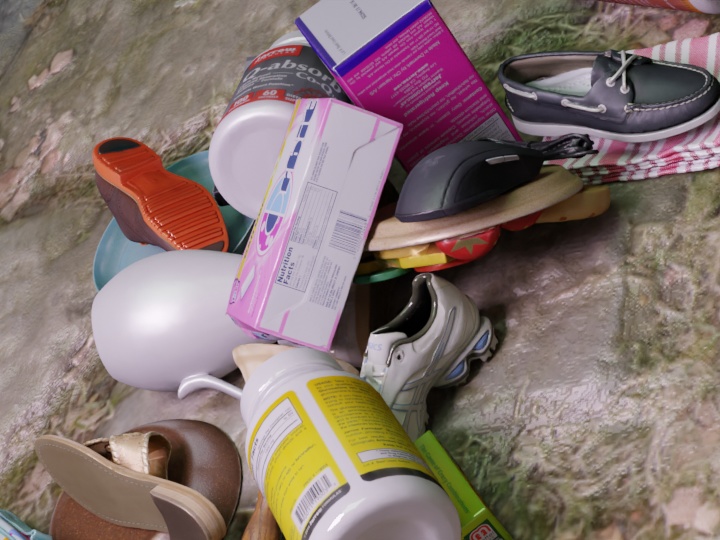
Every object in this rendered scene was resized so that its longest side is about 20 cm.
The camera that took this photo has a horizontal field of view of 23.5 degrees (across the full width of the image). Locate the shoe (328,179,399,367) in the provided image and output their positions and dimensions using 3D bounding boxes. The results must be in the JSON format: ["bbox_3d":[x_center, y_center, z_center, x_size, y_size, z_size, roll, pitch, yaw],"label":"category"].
[{"bbox_3d":[0.000,0.000,1.480,0.053,0.070,0.200,-14,44,24],"label":"shoe"}]

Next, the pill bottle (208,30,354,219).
[{"bbox_3d":[-0.061,-0.135,1.548,0.116,0.116,0.200,-23,24,20],"label":"pill bottle"}]

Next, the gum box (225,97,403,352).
[{"bbox_3d":[-0.041,-0.034,1.388,0.113,0.066,0.201,-163,92,-73],"label":"gum box"}]

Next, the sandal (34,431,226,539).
[{"bbox_3d":[-0.172,0.167,1.413,0.211,0.078,0.070,17,43,40],"label":"sandal"}]

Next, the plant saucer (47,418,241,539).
[{"bbox_3d":[-0.194,0.201,1.467,0.200,0.037,0.201,-22,42,21],"label":"plant saucer"}]

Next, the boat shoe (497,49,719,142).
[{"bbox_3d":[0.201,-0.149,1.424,0.200,0.060,0.076,-2,44,35],"label":"boat shoe"}]

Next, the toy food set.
[{"bbox_3d":[0.088,-0.041,1.399,0.198,0.049,0.200,-8,12,39],"label":"toy food set"}]

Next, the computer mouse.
[{"bbox_3d":[0.078,-0.083,1.365,0.200,0.046,0.140,-23,13,-40],"label":"computer mouse"}]

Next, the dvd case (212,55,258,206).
[{"bbox_3d":[-0.056,-0.148,1.686,0.150,0.025,0.200,-7,45,18],"label":"dvd case"}]

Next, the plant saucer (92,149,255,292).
[{"bbox_3d":[-0.173,-0.036,1.693,0.200,0.027,0.200,-23,40,21],"label":"plant saucer"}]

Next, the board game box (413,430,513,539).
[{"bbox_3d":[0.003,0.219,1.277,0.200,0.048,0.102,-39,37,1],"label":"board game box"}]

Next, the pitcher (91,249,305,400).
[{"bbox_3d":[-0.126,0.058,1.504,0.199,0.121,0.172,-14,59,13],"label":"pitcher"}]

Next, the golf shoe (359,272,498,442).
[{"bbox_3d":[0.018,0.090,1.356,0.078,0.097,0.200,16,65,45],"label":"golf shoe"}]

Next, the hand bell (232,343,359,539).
[{"bbox_3d":[-0.068,0.168,1.365,0.104,0.104,0.201,-4,69,37],"label":"hand bell"}]

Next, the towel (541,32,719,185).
[{"bbox_3d":[0.242,-0.140,1.456,0.200,0.030,0.147,-7,47,35],"label":"towel"}]

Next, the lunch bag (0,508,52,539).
[{"bbox_3d":[-0.318,0.277,1.441,0.200,0.077,0.161,22,78,49],"label":"lunch bag"}]

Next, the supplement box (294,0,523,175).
[{"bbox_3d":[0.048,-0.155,1.492,0.103,0.200,0.101,-36,39,2],"label":"supplement box"}]

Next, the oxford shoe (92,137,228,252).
[{"bbox_3d":[-0.189,-0.051,1.661,0.071,0.073,0.200,-19,45,-29],"label":"oxford shoe"}]

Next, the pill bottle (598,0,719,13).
[{"bbox_3d":[0.248,-0.291,1.534,0.200,0.112,0.112,16,63,47],"label":"pill bottle"}]

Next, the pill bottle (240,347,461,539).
[{"bbox_3d":[-0.016,0.143,1.238,0.112,0.112,0.200,-38,38,2],"label":"pill bottle"}]
